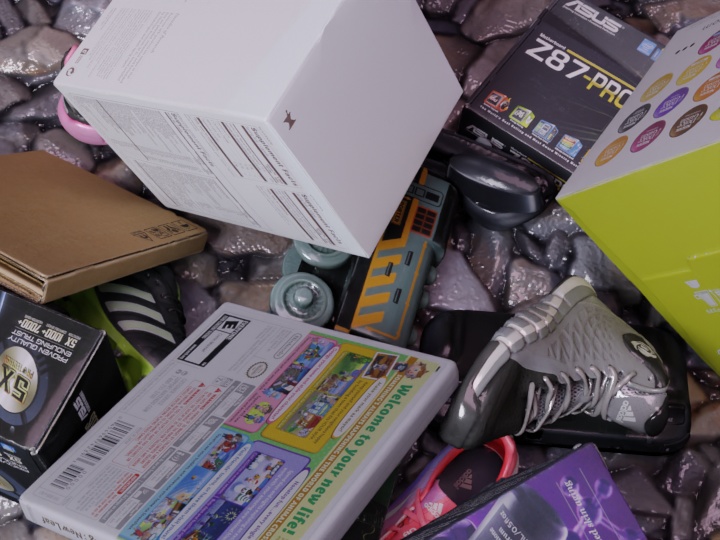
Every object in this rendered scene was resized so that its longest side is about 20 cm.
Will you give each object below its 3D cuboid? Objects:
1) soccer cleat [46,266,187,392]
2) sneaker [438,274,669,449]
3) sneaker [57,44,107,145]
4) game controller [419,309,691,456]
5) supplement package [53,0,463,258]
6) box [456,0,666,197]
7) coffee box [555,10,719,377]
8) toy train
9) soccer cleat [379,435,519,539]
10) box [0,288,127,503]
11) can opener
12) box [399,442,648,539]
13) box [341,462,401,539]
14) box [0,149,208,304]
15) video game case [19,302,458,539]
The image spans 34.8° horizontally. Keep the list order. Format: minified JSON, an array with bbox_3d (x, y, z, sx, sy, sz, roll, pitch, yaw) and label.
[{"bbox_3d":[-0.151,0.044,0.825,0.081,0.068,0.200,-31,67,-31],"label":"soccer cleat"},{"bbox_3d":[0.142,0.077,0.747,0.115,0.075,0.200,35,40,17],"label":"sneaker"},{"bbox_3d":[-0.148,-0.167,0.919,0.199,0.096,0.079,-20,63,-14],"label":"sneaker"},{"bbox_3d":[0.142,0.079,0.839,0.199,0.042,0.105,6,47,0],"label":"game controller"},{"bbox_3d":[-0.067,-0.127,0.794,0.199,0.151,0.152,15,65,36],"label":"supplement package"},{"bbox_3d":[0.204,-0.122,0.937,0.200,0.049,0.161,35,63,13],"label":"box"},{"bbox_3d":[0.300,-0.064,0.790,0.200,0.200,0.198,46,65,-13],"label":"coffee box"},{"bbox_3d":[0.000,0.000,0.847,0.113,0.085,0.201,19,63,-3],"label":"toy train"},{"bbox_3d":[0.032,0.179,0.752,0.067,0.077,0.200,39,66,18],"label":"soccer cleat"},{"bbox_3d":[-0.260,0.072,0.746,0.199,0.164,0.086,22,63,8],"label":"box"},{"bbox_3d":[0.061,-0.090,0.908,0.199,0.079,0.063,25,63,23],"label":"can opener"},{"bbox_3d":[0.066,0.207,0.616,0.199,0.104,0.148,-25,80,-30],"label":"box"},{"bbox_3d":[-0.056,0.141,0.719,0.144,0.036,0.200,26,40,-4],"label":"box"},{"bbox_3d":[-0.224,-0.039,0.805,0.163,0.021,0.200,26,19,16],"label":"box"},{"bbox_3d":[-0.067,0.099,0.673,0.181,0.022,0.200,12,40,31],"label":"video game case"}]
